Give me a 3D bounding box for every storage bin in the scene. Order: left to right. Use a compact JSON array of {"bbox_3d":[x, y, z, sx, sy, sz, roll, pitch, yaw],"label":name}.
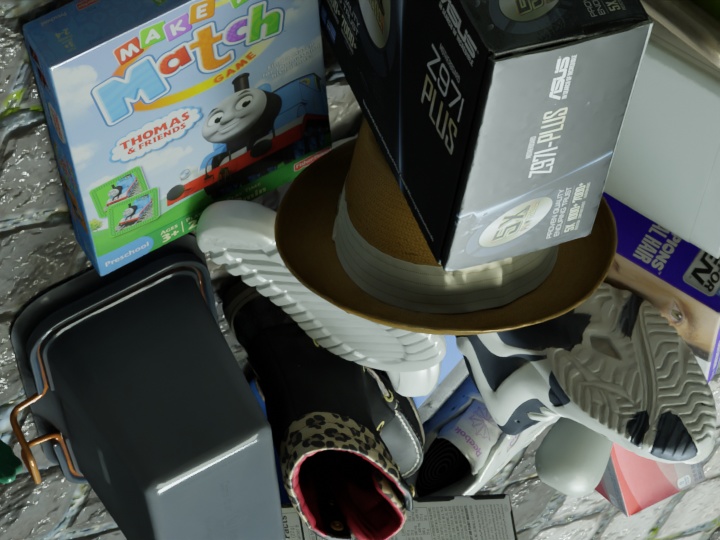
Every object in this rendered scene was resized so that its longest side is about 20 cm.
[{"bbox_3d":[-0.120,0.101,1.595,0.145,0.135,0.200,-26,150,-14],"label":"storage bin"}]

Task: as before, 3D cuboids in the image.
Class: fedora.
[{"bbox_3d":[0.047,-0.047,1.438,0.200,0.201,0.082,-18,129,-27],"label":"fedora"}]

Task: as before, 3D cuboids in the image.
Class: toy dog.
[{"bbox_3d":[0.183,0.057,1.699,0.199,0.132,0.096,-36,147,0],"label":"toy dog"}]

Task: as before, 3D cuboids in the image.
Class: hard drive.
[{"bbox_3d":[0.128,-0.101,1.481,0.026,0.199,0.132,-48,162,-32],"label":"hard drive"}]

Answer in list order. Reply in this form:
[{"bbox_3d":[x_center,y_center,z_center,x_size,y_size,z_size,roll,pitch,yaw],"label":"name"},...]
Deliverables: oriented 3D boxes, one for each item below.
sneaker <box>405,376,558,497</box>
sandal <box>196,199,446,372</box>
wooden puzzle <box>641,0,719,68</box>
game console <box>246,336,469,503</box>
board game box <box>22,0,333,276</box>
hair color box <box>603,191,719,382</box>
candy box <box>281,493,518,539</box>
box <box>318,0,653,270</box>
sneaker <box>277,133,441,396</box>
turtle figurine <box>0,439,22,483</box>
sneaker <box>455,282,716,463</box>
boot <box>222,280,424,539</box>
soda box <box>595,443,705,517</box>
[{"bbox_3d":[0.098,0.095,1.827,0.200,0.075,0.100,-49,-179,4],"label":"sneaker"},{"bbox_3d":[-0.012,0.002,1.539,0.082,0.050,0.202,-2,154,35],"label":"sandal"},{"bbox_3d":[0.212,-0.178,1.466,0.199,0.185,0.037,-14,129,-30],"label":"wooden puzzle"},{"bbox_3d":[0.004,0.064,1.789,0.170,0.119,0.200,27,120,-23],"label":"game console"},{"bbox_3d":[-0.091,-0.092,1.430,0.151,0.037,0.200,-27,151,-12],"label":"board game box"},{"bbox_3d":[0.137,-0.024,1.585,0.065,0.199,0.109,-55,165,-20],"label":"hair color box"},{"bbox_3d":[-0.013,0.194,1.763,0.199,0.061,0.136,1,159,-30],"label":"candy box"},{"bbox_3d":[0.052,-0.131,1.337,0.086,0.201,0.164,-14,147,-18],"label":"box"},{"bbox_3d":[0.000,0.000,1.621,0.080,0.071,0.201,-17,130,-1],"label":"sneaker"},{"bbox_3d":[-0.249,0.194,1.644,0.149,0.100,0.201,-33,140,-33],"label":"turtle figurine"},{"bbox_3d":[0.127,0.063,1.588,0.080,0.198,0.130,-54,157,-17],"label":"sneaker"},{"bbox_3d":[-0.007,0.105,1.642,0.073,0.151,0.200,-28,133,7],"label":"boot"},{"bbox_3d":[0.164,0.056,1.782,0.063,0.070,0.201,-24,114,-13],"label":"soda box"}]
